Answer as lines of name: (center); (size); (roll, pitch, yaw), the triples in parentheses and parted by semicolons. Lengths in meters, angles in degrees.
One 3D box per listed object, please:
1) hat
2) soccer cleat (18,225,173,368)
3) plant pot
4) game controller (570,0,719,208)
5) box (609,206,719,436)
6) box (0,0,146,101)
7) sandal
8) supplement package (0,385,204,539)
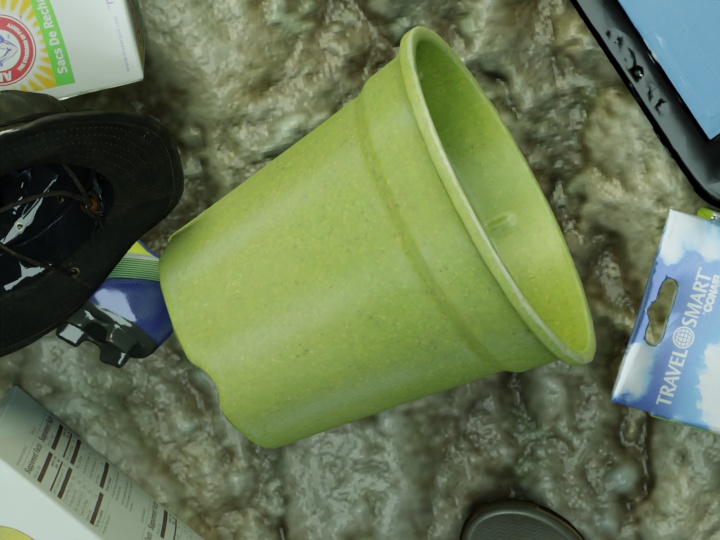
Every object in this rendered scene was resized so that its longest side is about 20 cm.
hat: (-0.195, -0.039, 1.366); (0.200, 0.201, 0.081); (-35, 65, 4)
soccer cleat: (-0.185, -0.026, 1.470); (0.200, 0.065, 0.084); (33, 67, -3)
plant pot: (0.000, 0.000, 1.420); (0.184, 0.200, 0.201); (-28, 99, 15)
game controller: (0.188, -0.135, 1.463); (0.104, 0.042, 0.200); (-34, 100, 4)
box: (0.250, 0.043, 1.492); (0.200, 0.048, 0.122); (16, 98, -4)
box: (-0.184, -0.194, 1.397); (0.101, 0.113, 0.200); (-12, 108, 0)
sandal: (0.106, 0.229, 1.515); (0.082, 0.055, 0.200); (-7, 100, -1)
supplement package: (-0.169, 0.196, 1.452); (0.200, 0.151, 0.152); (40, 97, -7)
